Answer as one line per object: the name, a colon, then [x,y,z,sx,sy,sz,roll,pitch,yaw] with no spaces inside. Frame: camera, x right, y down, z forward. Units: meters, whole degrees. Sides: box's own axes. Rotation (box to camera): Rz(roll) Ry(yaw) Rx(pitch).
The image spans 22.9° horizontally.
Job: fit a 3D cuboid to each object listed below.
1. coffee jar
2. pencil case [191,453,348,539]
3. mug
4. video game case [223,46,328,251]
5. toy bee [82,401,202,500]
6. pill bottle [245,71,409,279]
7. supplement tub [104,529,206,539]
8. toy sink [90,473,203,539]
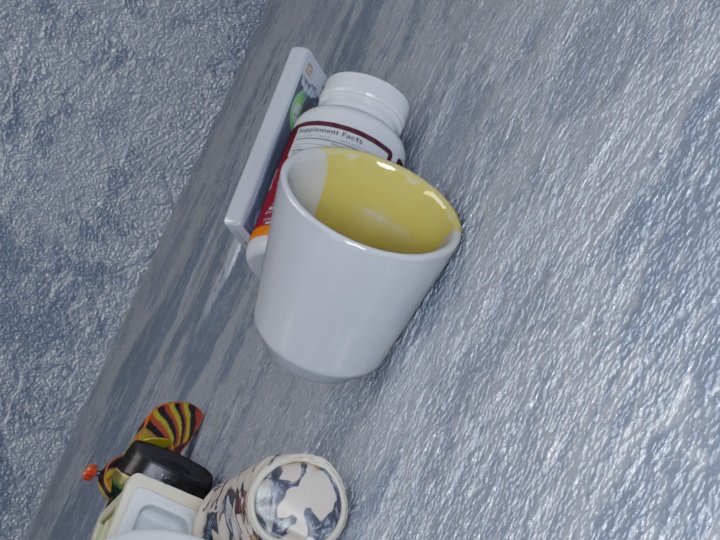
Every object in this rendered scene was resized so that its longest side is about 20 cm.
coffee jar: [-0.232,0.282,1.843,0.201,0.104,0.085,-67,11,-5]
pencil case: [-0.075,0.199,1.411,0.200,0.077,0.090,143,137,-66]
mug: [0.000,0.005,1.421,0.150,0.186,0.154,51,130,40]
video game case: [-0.055,-0.085,1.734,0.182,0.023,0.201,53,-130,-52]
toy bee: [-0.258,0.228,2.049,0.131,0.108,0.200,-53,17,37]
pill bottle: [-0.024,-0.078,1.649,0.113,0.113,0.201,-38,28,64]
supplement tub: [-0.163,0.316,1.357,0.145,0.144,0.201,-101,26,-69]
toy sink: [-0.186,0.267,1.579,0.200,0.112,0.131,-43,26,59]
